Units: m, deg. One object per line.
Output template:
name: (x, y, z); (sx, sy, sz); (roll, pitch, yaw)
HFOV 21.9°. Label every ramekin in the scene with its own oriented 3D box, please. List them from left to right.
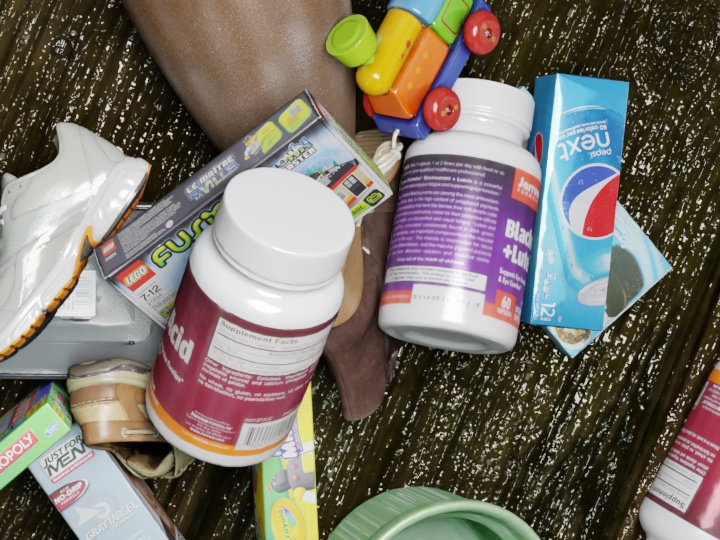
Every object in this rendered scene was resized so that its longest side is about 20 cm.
ramekin: (0.053, 0.273, 1.511); (0.199, 0.098, 0.202); (-4, 100, -23)

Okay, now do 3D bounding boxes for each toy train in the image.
toy train: (0.015, -0.146, 1.413); (0.116, 0.084, 0.201); (40, 72, -42)

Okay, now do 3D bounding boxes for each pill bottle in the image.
pill bottle: (-0.078, 0.034, 1.336); (0.113, 0.115, 0.201); (16, 126, -9)
pill bottle: (0.082, -0.043, 1.464); (0.111, 0.111, 0.201); (11, 79, -9)
pill bottle: (0.304, 0.185, 1.554); (0.112, 0.113, 0.201); (28, 90, -9)

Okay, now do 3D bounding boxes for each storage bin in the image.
storage bin: (-0.233, 0.014, 1.476); (0.198, 0.094, 0.136); (1, 93, -8)

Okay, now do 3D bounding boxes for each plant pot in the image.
plant pot: (-0.079, -0.174, 1.458); (0.186, 0.187, 0.201); (-21, 111, -6)

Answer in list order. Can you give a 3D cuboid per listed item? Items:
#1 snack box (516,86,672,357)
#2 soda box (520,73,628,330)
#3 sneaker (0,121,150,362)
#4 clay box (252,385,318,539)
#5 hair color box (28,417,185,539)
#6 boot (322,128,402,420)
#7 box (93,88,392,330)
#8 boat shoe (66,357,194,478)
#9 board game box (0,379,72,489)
snack box: (0.154, -0.040, 1.556); (0.116, 0.037, 0.200); (-41, 98, -3)
soda box: (0.168, -0.055, 1.503); (0.064, 0.068, 0.202); (5, 92, -10)
sneaker: (-0.247, -0.021, 1.396); (0.092, 0.076, 0.200); (36, 80, -1)
clay box: (-0.063, 0.151, 1.498); (0.047, 0.115, 0.202); (-2, 93, -7)
hair color box: (-0.187, 0.207, 1.491); (0.060, 0.099, 0.201); (-35, 98, -3)
boot: (0.000, 0.000, 1.515); (0.072, 0.201, 0.167); (1, 131, 22)
box: (-0.086, -0.036, 1.376); (0.200, 0.035, 0.110); (-36, 137, 10)
boat shoe: (-0.163, 0.127, 1.449); (0.075, 0.200, 0.074); (-14, 67, 25)
board game box: (-0.279, 0.142, 1.422); (0.134, 0.200, 0.029); (-42, 97, -4)
